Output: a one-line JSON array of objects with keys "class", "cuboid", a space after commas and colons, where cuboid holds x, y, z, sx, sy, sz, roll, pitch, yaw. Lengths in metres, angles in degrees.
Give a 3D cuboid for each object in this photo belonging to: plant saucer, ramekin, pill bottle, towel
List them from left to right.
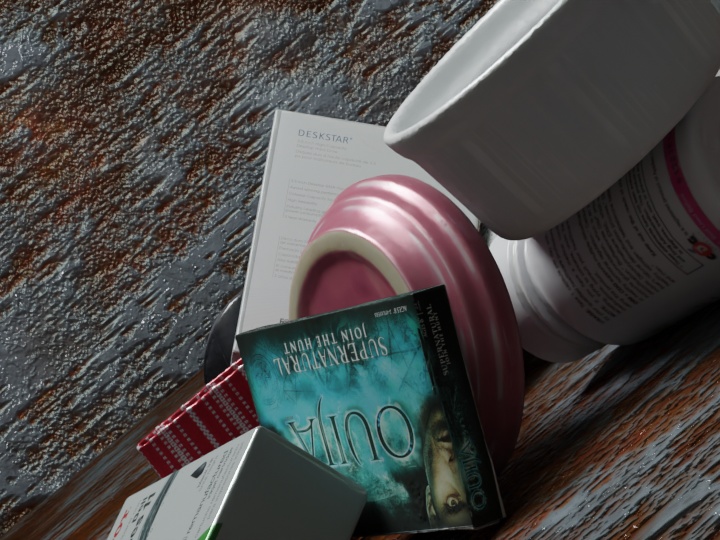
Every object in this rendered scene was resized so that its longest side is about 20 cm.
[{"class": "towel", "cuboid": [-0.026, 0.104, 1.468, 0.200, 0.145, 0.022, -38, 11, 5]}, {"class": "plant saucer", "cuboid": [0.018, 0.045, 1.349, 0.051, 0.201, 0.200, -14, -10, -33]}, {"class": "ramekin", "cuboid": [0.117, -0.109, 1.297, 0.200, 0.098, 0.201, -42, 9, 8]}, {"class": "pill bottle", "cuboid": [0.170, -0.024, 1.343, 0.200, 0.113, 0.113, -34, 7, 46]}]

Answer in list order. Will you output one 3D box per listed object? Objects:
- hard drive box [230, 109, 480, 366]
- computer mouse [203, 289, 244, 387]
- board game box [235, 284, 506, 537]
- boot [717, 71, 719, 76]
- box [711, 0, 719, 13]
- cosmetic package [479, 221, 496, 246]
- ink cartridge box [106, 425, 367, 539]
[{"class": "hard drive box", "cuboid": [0.000, 0.000, 1.562, 0.077, 0.155, 0.201, 101, 179, -59]}, {"class": "computer mouse", "cuboid": [-0.061, 0.100, 1.640, 0.138, 0.201, 0.053, -28, 44, -30]}, {"class": "board game box", "cuboid": [0.002, 0.088, 1.316, 0.028, 0.136, 0.200, -16, 0, -33]}, {"class": "boot", "cuboid": [0.203, -0.110, 1.631, 0.199, 0.073, 0.090, -22, -22, 2]}, {"class": "box", "cuboid": [0.289, -0.201, 1.825, 0.106, 0.152, 0.200, -41, 5, -17]}, {"class": "cosmetic package", "cuboid": [0.170, -0.044, 1.514, 0.200, 0.085, 0.108, -34, 38, 44]}, {"class": "ink cartridge box", "cuboid": [-0.097, 0.192, 1.340, 0.200, 0.083, 0.147, -33, 29, 56]}]
